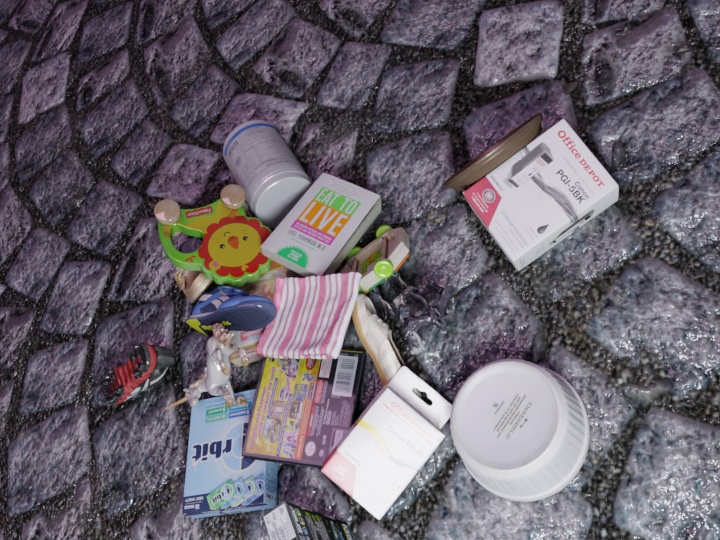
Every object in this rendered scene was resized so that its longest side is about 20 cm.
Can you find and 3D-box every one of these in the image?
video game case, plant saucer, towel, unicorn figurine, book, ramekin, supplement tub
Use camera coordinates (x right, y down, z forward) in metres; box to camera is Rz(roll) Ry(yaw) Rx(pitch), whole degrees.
[{"bbox_3d":[-0.093,0.225,1.291,0.179,0.026,0.201,4,64,14],"label":"video game case"},{"bbox_3d":[0.225,-0.193,1.285,0.199,0.200,0.030,-35,93,9],"label":"plant saucer"},{"bbox_3d":[-0.090,0.075,1.279,0.199,0.030,0.147,-5,63,44],"label":"towel"},{"bbox_3d":[-0.252,0.184,1.340,0.137,0.074,0.201,29,103,45],"label":"unicorn figurine"},{"bbox_3d":[-0.069,-0.079,1.396,0.133,0.048,0.200,26,62,19],"label":"book"},{"bbox_3d":[0.220,0.220,1.103,0.201,0.094,0.204,-14,59,23],"label":"ramekin"},{"bbox_3d":[-0.184,-0.194,1.529,0.132,0.132,0.200,-38,54,7],"label":"supplement tub"}]

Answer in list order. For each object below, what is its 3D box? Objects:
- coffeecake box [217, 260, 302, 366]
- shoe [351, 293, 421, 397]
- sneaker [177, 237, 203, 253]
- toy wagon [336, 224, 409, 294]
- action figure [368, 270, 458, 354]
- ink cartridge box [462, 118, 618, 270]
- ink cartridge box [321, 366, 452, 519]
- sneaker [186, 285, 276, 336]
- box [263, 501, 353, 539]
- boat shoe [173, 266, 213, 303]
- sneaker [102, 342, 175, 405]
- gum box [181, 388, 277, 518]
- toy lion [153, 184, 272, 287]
[{"bbox_3d":[-0.185,0.058,1.433,0.153,0.073,0.201,-19,58,19],"label":"coffeecake box"},{"bbox_3d":[0.041,0.127,1.246,0.053,0.070,0.201,-23,84,15],"label":"shoe"},{"bbox_3d":[-0.307,-0.067,1.541,0.199,0.114,0.076,-6,62,27],"label":"sneaker"},{"bbox_3d":[0.000,0.000,1.336,0.200,0.040,0.155,-37,19,19],"label":"toy wagon"},{"bbox_3d":[0.098,0.065,1.249,0.119,0.102,0.200,-45,31,-10],"label":"action figure"},{"bbox_3d":[0.288,-0.120,1.228,0.200,0.083,0.147,-37,71,8],"label":"ink cartridge box"},{"bbox_3d":[0.046,0.257,1.169,0.116,0.068,0.200,38,87,3],"label":"ink cartridge box"},{"bbox_3d":[-0.224,0.061,1.350,0.199,0.074,0.083,-8,49,36],"label":"sneaker"},{"bbox_3d":[-0.043,0.437,1.077,0.047,0.193,0.201,-33,54,7],"label":"box"},{"bbox_3d":[-0.326,0.013,1.476,0.074,0.069,0.200,-49,14,-11],"label":"boat shoe"},{"bbox_3d":[-0.429,0.205,1.498,0.200,0.098,0.071,-40,62,35],"label":"sneaker"},{"bbox_3d":[-0.222,0.316,1.336,0.169,0.045,0.201,-15,58,23],"label":"gum box"},{"bbox_3d":[-0.262,-0.053,1.407,0.198,0.069,0.193,-14,63,-11],"label":"toy lion"}]
